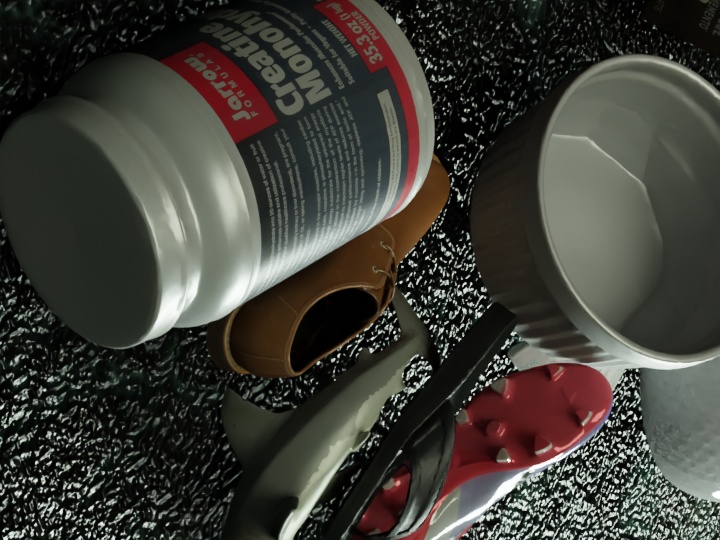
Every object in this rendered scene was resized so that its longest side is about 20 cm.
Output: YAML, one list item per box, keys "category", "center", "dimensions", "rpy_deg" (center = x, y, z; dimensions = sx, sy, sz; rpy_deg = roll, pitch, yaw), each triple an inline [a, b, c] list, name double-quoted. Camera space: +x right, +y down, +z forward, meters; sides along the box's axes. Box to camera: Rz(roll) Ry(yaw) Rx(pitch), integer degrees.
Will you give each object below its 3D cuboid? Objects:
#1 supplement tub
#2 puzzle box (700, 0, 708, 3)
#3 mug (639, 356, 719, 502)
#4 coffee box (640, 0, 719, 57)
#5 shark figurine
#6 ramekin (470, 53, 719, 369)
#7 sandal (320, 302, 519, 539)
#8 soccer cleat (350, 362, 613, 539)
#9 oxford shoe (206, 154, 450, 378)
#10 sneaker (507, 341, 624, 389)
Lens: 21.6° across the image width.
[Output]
- category: "supplement tub"
  center: [-0.071, -0.058, 0.964]
  dimensions: [0.199, 0.140, 0.142]
  rpy_deg: [-31, 125, -39]
- category: "puzzle box"
  center: [0.218, -0.291, 1.236]
  dimensions: [0.201, 0.132, 0.025]
  rpy_deg: [-59, -179, -15]
- category: "mug"
  center: [0.287, 0.067, 1.442]
  dimensions: [0.200, 0.146, 0.177]
  rpy_deg: [-61, 160, -63]
- category: "coffee box"
  center: [0.281, -0.260, 1.310]
  dimensions: [0.201, 0.079, 0.114]
  rpy_deg: [-60, 172, -14]
- category: "shark figurine"
  center: [-0.033, 0.085, 1.117]
  dimensions: [0.215, 0.089, 0.128]
  rpy_deg: [-52, 170, -12]
- category: "ramekin"
  center: [0.164, -0.030, 1.225]
  dimensions: [0.198, 0.105, 0.202]
  rpy_deg: [8, 75, -30]
- category: "sandal"
  center: [0.040, 0.111, 1.149]
  dimensions: [0.201, 0.048, 0.075]
  rpy_deg: [-52, 170, -5]
- category: "soccer cleat"
  center: [0.076, 0.128, 1.219]
  dimensions: [0.199, 0.067, 0.077]
  rpy_deg: [-34, 153, 1]
- category: "oxford shoe"
  center: [0.000, 0.000, 1.124]
  dimensions: [0.200, 0.071, 0.072]
  rpy_deg: [-46, 132, -30]
- category: "sneaker"
  center: [0.167, -0.005, 1.324]
  dimensions: [0.088, 0.075, 0.201]
  rpy_deg: [34, 71, -25]
